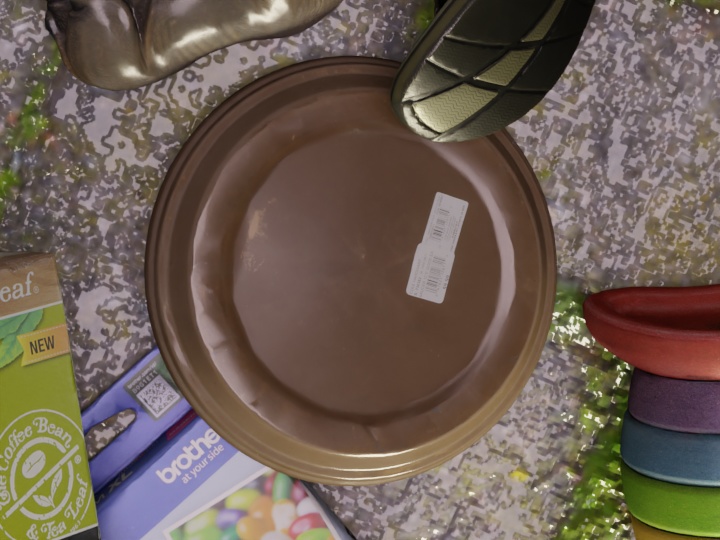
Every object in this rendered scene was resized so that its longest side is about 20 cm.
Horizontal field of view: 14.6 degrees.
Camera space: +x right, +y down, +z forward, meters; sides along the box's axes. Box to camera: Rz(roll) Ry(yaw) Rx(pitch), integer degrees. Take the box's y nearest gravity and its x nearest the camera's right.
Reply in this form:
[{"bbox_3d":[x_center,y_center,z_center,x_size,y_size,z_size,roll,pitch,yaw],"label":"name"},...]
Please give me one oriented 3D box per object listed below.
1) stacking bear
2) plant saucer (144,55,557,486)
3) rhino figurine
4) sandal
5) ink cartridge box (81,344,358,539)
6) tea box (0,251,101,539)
[{"bbox_3d":[0.175,0.113,1.320,0.121,0.114,0.200,-5,102,-6],"label":"stacking bear"},{"bbox_3d":[0.000,0.000,1.303,0.200,0.029,0.201,0,89,-16],"label":"plant saucer"},{"bbox_3d":[-0.053,-0.141,1.280,0.200,0.060,0.088,-19,118,-4],"label":"rhino figurine"},{"bbox_3d":[0.073,-0.146,1.299,0.080,0.057,0.201,44,71,-46],"label":"sandal"},{"bbox_3d":[-0.066,0.143,1.329,0.119,0.042,0.200,-41,98,0],"label":"ink cartridge box"},{"bbox_3d":[-0.231,0.104,1.212,0.200,0.133,0.197,-17,102,-44],"label":"tea box"}]
